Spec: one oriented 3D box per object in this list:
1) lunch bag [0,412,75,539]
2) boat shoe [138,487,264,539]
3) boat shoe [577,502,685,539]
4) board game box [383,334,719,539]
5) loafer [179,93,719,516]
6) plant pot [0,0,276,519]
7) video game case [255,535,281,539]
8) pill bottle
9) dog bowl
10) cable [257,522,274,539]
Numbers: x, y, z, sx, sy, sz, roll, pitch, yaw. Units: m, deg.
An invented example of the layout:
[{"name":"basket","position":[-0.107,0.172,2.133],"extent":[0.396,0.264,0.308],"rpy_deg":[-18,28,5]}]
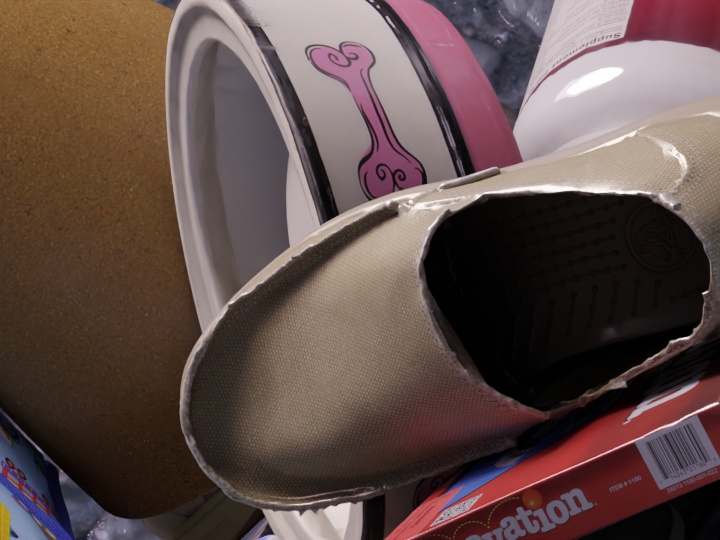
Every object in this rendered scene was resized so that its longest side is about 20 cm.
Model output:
[{"name":"lunch bag","position":[-0.168,0.085,0.883],"extent":[0.094,0.151,0.200],"rpy_deg":[-43,24,-3]},{"name":"boat shoe","position":[-0.023,0.037,0.999],"extent":[0.200,0.063,0.073],"rpy_deg":[-46,1,17]},{"name":"boat shoe","position":[0.045,0.085,0.685],"extent":[0.067,0.057,0.200],"rpy_deg":[-47,2,16]},{"name":"board game box","position":[0.084,0.030,0.683],"extent":[0.103,0.019,0.200],"rpy_deg":[-26,4,27]},{"name":"loafer","position":[0.026,0.010,0.653],"extent":[0.200,0.076,0.068],"rpy_deg":[-27,-2,28]},{"name":"plant pot","position":[-0.113,-0.038,0.960],"extent":[0.186,0.200,0.187],"rpy_deg":[-37,28,24]},{"name":"video game case","position":[-0.109,0.149,0.728],"extent":[0.200,0.045,0.181],"rpy_deg":[-31,-2,3]},{"name":"pill bottle","position":[0.110,-0.050,0.885],"extent":[0.110,0.109,0.200],"rpy_deg":[-46,14,36]},{"name":"dog bowl","position":[0.000,0.000,0.812],"extent":[0.074,0.201,0.200],"rpy_deg":[-13,-9,-16]},{"name":"cable","position":[0.046,0.062,0.974],"extent":[0.200,0.069,0.200],"rpy_deg":[-46,2,28]}]
